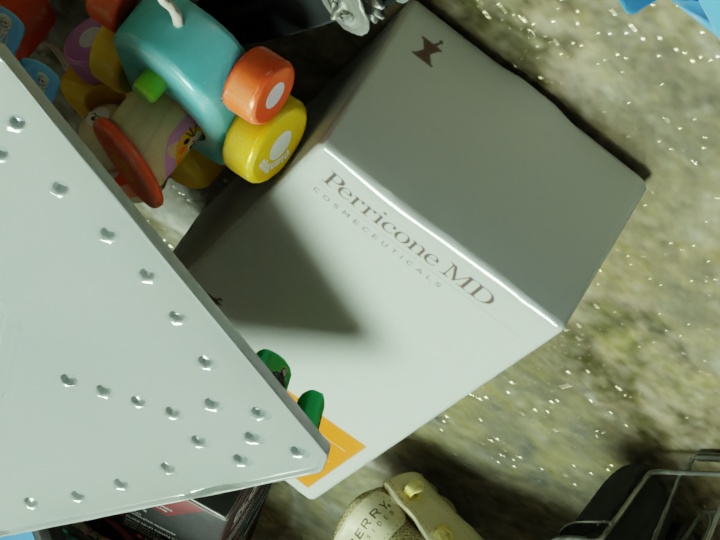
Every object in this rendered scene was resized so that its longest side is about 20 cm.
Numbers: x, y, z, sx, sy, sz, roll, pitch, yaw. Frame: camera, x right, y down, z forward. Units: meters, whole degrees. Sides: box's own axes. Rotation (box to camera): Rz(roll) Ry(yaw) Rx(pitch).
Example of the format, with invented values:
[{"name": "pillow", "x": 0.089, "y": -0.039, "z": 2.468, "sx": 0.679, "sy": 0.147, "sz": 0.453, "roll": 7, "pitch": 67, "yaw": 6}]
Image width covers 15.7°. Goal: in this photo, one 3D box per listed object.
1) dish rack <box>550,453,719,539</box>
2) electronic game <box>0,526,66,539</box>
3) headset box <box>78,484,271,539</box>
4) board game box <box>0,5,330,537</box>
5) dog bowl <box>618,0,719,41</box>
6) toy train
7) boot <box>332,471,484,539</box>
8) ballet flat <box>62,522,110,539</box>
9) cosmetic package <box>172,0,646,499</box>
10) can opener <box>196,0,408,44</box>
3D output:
[{"name": "dish rack", "x": 0.184, "y": 0.131, "z": 0.945, "sx": 0.200, "sy": 0.055, "sz": 0.153, "roll": -2, "pitch": 136, "yaw": 42}, {"name": "electronic game", "x": -0.194, "y": 0.150, "z": 1.045, "sx": 0.200, "sy": 0.200, "sz": 0.042, "roll": 11, "pitch": -179, "yaw": 31}, {"name": "headset box", "x": -0.114, "y": 0.076, "z": 1.109, "sx": 0.148, "sy": 0.075, "sz": 0.200, "roll": 28, "pitch": 149, "yaw": 5}, {"name": "board game box", "x": -0.138, "y": 0.012, "z": 0.846, "sx": 0.200, "sy": 0.026, "sz": 0.200, "roll": -14, "pitch": 132, "yaw": 29}, {"name": "dog bowl", "x": 0.143, "y": -0.062, "z": 0.717, "sx": 0.111, "sy": 0.050, "sz": 0.200, "roll": 1, "pitch": 137, "yaw": 41}, {"name": "toy train", "x": -0.101, "y": -0.072, "z": 0.855, "sx": 0.150, "sy": 0.056, "sz": 0.200, "roll": 43, "pitch": 166, "yaw": -20}, {"name": "boot", "x": 0.046, "y": 0.144, "z": 1.001, "sx": 0.155, "sy": 0.073, "sz": 0.200, "roll": 46, "pitch": 180, "yaw": 17}, {"name": "ballet flat", "x": -0.146, "y": 0.133, "z": 1.095, "sx": 0.200, "sy": 0.076, "sz": 0.064, "roll": 14, "pitch": 177, "yaw": 32}, {"name": "cosmetic package", "x": 0.000, "y": 0.000, "z": 0.908, "sx": 0.101, "sy": 0.071, "sz": 0.200, "roll": 37, "pitch": 148, "yaw": -7}, {"name": "can opener", "x": -0.017, "y": -0.099, "z": 0.794, "sx": 0.063, "sy": 0.079, "sz": 0.200, "roll": 39, "pitch": 158, "yaw": -13}]
